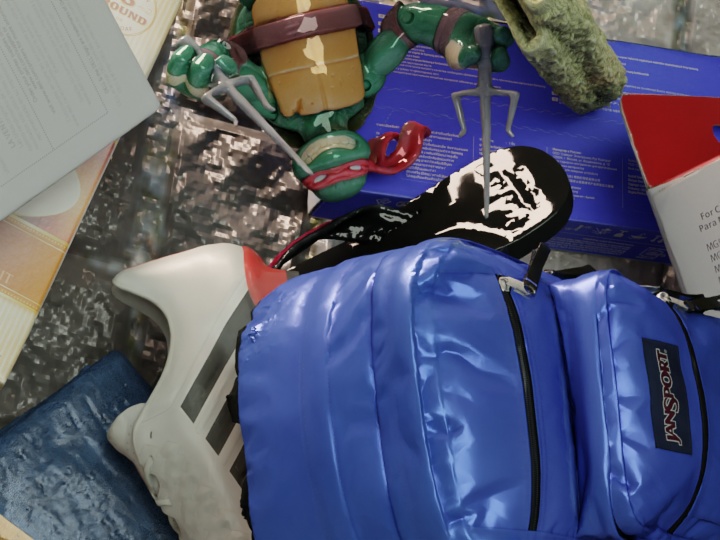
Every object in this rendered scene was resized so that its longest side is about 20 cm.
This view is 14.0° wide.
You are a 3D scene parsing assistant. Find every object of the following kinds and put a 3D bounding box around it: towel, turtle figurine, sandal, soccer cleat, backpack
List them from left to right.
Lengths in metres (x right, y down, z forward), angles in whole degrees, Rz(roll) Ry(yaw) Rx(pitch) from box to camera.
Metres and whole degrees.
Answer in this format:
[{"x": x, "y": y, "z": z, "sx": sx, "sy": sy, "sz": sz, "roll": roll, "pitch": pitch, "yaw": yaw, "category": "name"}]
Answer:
[{"x": -0.083, "y": 0.137, "z": 1.235, "sx": 0.112, "sy": 0.049, "sz": 0.200, "roll": -38, "pitch": 88, "yaw": -27, "category": "towel"}, {"x": -0.061, "y": 0.087, "z": 1.204, "sx": 0.085, "sy": 0.069, "sz": 0.201, "roll": -3, "pitch": 76, "yaw": -6, "category": "soccer cleat"}, {"x": -0.023, "y": -0.103, "z": 1.258, "sx": 0.149, "sy": 0.101, "sz": 0.201, "roll": -16, "pitch": 88, "yaw": -23, "category": "turtle figurine"}, {"x": 0.000, "y": 0.000, "z": 1.274, "sx": 0.200, "sy": 0.045, "sz": 0.075, "roll": -34, "pitch": 48, "yaw": -5, "category": "sandal"}, {"x": 0.053, "y": 0.063, "z": 1.146, "sx": 0.200, "sy": 0.167, "sz": 0.163, "roll": 17, "pitch": 57, "yaw": -50, "category": "backpack"}, {"x": 0.063, "y": -0.142, "z": 1.263, "sx": 0.036, "sy": 0.200, "sz": 0.149, "roll": -31, "pitch": 77, "yaw": 7, "category": "towel"}]

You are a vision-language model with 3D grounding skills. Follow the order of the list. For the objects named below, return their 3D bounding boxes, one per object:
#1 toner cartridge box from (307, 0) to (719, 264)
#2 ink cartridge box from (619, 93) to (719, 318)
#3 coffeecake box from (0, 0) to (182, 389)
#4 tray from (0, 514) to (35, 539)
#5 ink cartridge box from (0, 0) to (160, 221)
[{"x": 0.076, "y": -0.062, "z": 1.360, "sx": 0.199, "sy": 0.043, "sz": 0.095, "roll": 8, "pitch": 69, "yaw": -18, "category": "toner cartridge box"}, {"x": 0.221, "y": -0.013, "z": 1.324, "sx": 0.200, "sy": 0.084, "sz": 0.176, "roll": -4, "pitch": 72, "yaw": -55, "category": "ink cartridge box"}, {"x": -0.186, "y": -0.061, "z": 1.247, "sx": 0.153, "sy": 0.073, "sz": 0.201, "roll": 27, "pitch": 66, "yaw": -9, "category": "coffeecake box"}, {"x": -0.167, "y": 0.205, "z": 1.162, "sx": 0.099, "sy": 0.037, "sz": 0.200, "roll": 37, "pitch": 80, "yaw": -5, "category": "tray"}, {"x": -0.187, "y": -0.057, "z": 1.152, "sx": 0.200, "sy": 0.059, "sz": 0.104, "roll": -38, "pitch": 113, "yaw": -26, "category": "ink cartridge box"}]
